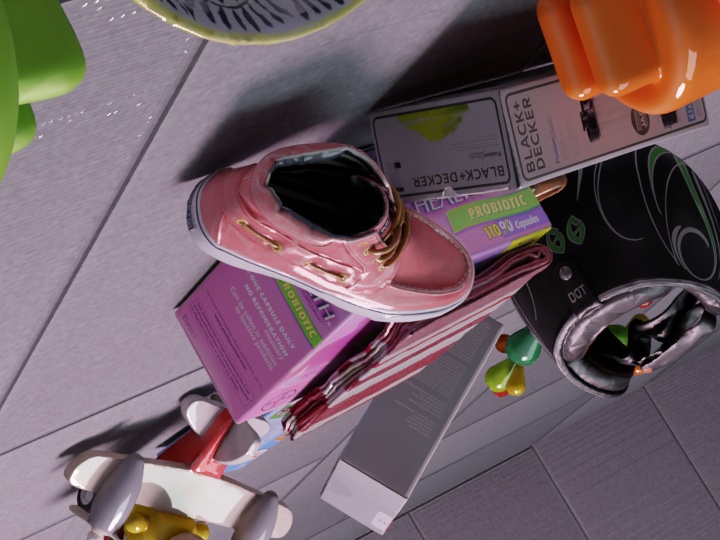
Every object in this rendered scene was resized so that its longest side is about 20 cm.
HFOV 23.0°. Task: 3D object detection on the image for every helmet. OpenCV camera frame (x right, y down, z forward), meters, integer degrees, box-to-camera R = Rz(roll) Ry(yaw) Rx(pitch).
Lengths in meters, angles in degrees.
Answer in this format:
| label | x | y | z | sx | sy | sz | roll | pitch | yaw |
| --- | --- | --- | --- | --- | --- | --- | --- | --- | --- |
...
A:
| label | x | y | z | sx | sy | sz | roll | pitch | yaw |
| --- | --- | --- | --- | --- | --- | --- | --- | --- | --- |
| helmet | 0.208 | -0.016 | 1.447 | 0.199 | 0.191 | 0.201 | -8 | 141 | -6 |

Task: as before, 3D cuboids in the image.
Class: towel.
| label | x | y | z | sx | sy | sz | roll | pitch | yaw |
| --- | --- | --- | --- | --- | --- | --- | --- | --- | --- |
| towel | 0.036 | 0.051 | 1.248 | 0.144 | 0.023 | 0.200 | -24 | 168 | -36 |

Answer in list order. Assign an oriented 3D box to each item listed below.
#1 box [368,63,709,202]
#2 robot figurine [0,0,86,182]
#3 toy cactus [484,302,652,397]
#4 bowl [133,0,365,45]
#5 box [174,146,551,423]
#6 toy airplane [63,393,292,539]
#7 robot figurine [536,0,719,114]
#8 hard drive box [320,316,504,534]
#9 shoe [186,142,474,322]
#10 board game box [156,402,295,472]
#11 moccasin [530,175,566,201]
| label | x | y | z | sx | sy | sz | roll | pitch | yaw |
| --- | --- | --- | --- | --- | --- | --- | --- | --- | --- |
| box | 0.116 | -0.096 | 1.124 | 0.199 | 0.060 | 0.116 | -20 | -170 | -41 |
| robot figurine | -0.187 | -0.057 | 0.543 | 0.199 | 0.116 | 0.175 | -19 | 169 | -41 |
| toy cactus | 0.194 | 0.056 | 1.686 | 0.199 | 0.103 | 0.165 | -25 | 154 | 15 |
| bowl | -0.052 | -0.162 | 0.437 | 0.200 | 0.094 | 0.202 | -26 | 123 | -49 |
| box | 0.000 | 0.000 | 1.234 | 0.175 | 0.097 | 0.200 | -19 | 162 | -42 |
| toy airplane | -0.153 | 0.205 | 1.546 | 0.199 | 0.142 | 0.200 | -13 | 142 | -12 |
| robot figurine | 0.200 | -0.166 | 1.034 | 0.199 | 0.117 | 0.144 | -25 | 153 | -20 |
| hard drive box | 0.048 | 0.138 | 1.715 | 0.200 | 0.077 | 0.156 | -58 | 176 | -21 |
| shoe | 0.003 | -0.020 | 1.041 | 0.199 | 0.072 | 0.091 | 16 | 162 | -30 |
| board game box | -0.079 | 0.130 | 1.676 | 0.200 | 0.037 | 0.151 | -37 | 167 | 16 |
| moccasin | 0.093 | -0.035 | 1.356 | 0.073 | 0.078 | 0.201 | -19 | 162 | -44 |
